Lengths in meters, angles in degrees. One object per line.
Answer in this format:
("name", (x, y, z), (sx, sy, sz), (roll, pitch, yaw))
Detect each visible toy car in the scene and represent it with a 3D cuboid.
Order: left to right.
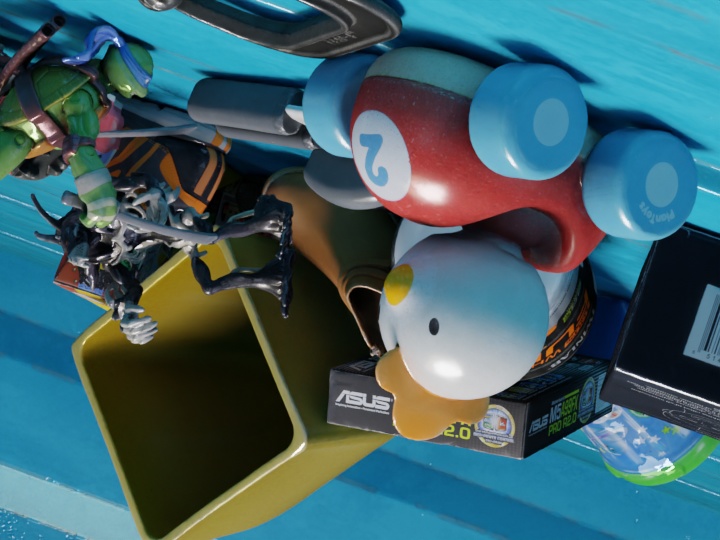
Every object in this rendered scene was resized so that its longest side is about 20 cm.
("toy car", (0.052, -0.006, 1.182), (0.177, 0.200, 0.184), (26, 171, -37))

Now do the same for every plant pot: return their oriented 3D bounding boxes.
("plant pot", (-0.074, 0.095, 1.723), (0.195, 0.194, 0.200), (-38, 155, 34))

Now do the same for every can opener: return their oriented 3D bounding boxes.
("can opener", (-0.047, -0.089, 1.393), (0.053, 0.066, 0.200), (30, 173, -39))

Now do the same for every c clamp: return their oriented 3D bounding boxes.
("c clamp", (-0.066, -0.153, 1.131), (0.171, 0.027, 0.200), (17, 172, -14))

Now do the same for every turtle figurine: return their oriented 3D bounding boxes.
("turtle figurine", (-0.210, -0.064, 1.467), (0.194, 0.144, 0.200), (-22, 149, 4))

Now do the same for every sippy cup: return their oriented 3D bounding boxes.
("sippy cup", (0.221, 0.090, 1.769), (0.130, 0.178, 0.140), (38, -152, -35))

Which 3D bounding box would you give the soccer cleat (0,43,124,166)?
("soccer cleat", (-0.274, -0.130, 1.614), (0.200, 0.076, 0.067), (23, 173, 8))

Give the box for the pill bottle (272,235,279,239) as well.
("pill bottle", (0.015, 0.026, 1.865), (0.200, 0.112, 0.112), (22, 173, -13))

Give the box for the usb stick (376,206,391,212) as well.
("usb stick", (0.021, -0.068, 1.473), (0.055, 0.033, 0.200), (14, 173, -2))

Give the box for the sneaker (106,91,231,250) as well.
("sneaker", (-0.206, -0.083, 1.660), (0.200, 0.112, 0.078), (17, 172, 22))

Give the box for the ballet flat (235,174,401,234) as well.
("ballet flat", (-0.038, -0.044, 1.752), (0.067, 0.046, 0.200), (26, 171, -41))

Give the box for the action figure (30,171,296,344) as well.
("action figure", (-0.149, -0.017, 1.565), (0.200, 0.119, 0.102), (4, -151, 3))

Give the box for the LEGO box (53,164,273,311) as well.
("LEGO box", (-0.160, -0.024, 1.825), (0.077, 0.149, 0.200), (17, 172, 25))

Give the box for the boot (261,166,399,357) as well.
("boot", (0.000, 0.000, 1.592), (0.200, 0.074, 0.155), (35, -164, 1))

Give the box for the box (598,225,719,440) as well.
("box", (0.252, 0.054, 1.452), (0.148, 0.107, 0.200), (19, 172, 6))

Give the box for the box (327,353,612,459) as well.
("box", (0.089, 0.092, 1.636), (0.160, 0.044, 0.200), (10, -169, 25))

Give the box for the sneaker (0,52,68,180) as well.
("sneaker", (-0.292, -0.141, 1.544), (0.200, 0.071, 0.098), (40, 177, -27))

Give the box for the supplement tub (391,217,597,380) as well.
("supplement tub", (0.097, 0.008, 1.473), (0.122, 0.123, 0.200), (18, 173, 16))
